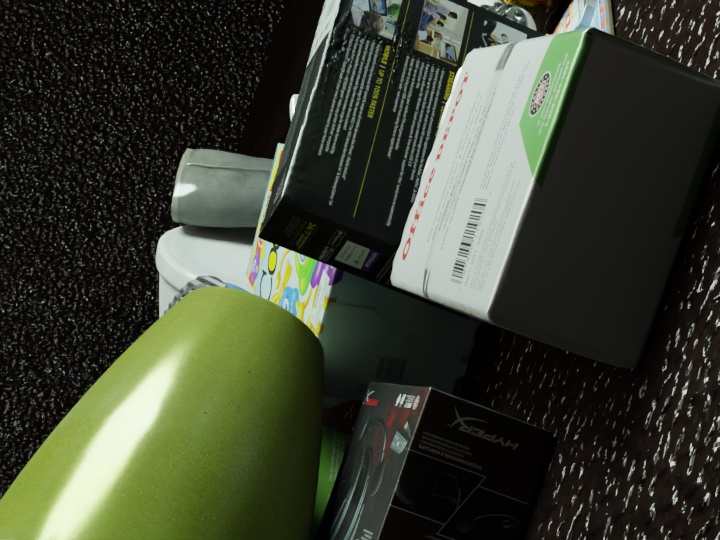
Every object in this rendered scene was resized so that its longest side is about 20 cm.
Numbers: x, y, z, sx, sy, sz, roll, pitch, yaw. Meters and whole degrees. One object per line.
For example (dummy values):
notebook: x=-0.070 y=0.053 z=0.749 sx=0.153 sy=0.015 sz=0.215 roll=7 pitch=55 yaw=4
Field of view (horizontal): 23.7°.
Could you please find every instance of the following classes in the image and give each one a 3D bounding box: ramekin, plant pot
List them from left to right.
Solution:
plant pot: x=-0.099 y=0.117 z=0.985 sx=0.200 sy=0.187 sz=0.187 roll=-67 pitch=7 yaw=-30
ramekin: x=-0.068 y=0.036 z=1.354 sx=0.202 sy=0.202 sz=0.094 roll=-102 pitch=22 yaw=-72

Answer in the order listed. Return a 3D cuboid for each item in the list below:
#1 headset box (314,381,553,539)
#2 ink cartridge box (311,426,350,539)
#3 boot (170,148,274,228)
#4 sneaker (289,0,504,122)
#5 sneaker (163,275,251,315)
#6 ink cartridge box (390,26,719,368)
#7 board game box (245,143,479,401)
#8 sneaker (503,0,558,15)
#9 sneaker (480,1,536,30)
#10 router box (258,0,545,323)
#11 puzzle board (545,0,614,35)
headset box: x=0.020 y=0.167 z=0.935 sx=0.149 sy=0.077 sz=0.200 roll=171 pitch=120 yaw=-78
ink cartridge box: x=-0.042 y=0.228 z=1.144 sx=0.148 sy=0.076 sz=0.200 roll=-85 pitch=19 yaw=-56
boot: x=-0.049 y=-0.047 z=1.351 sx=0.182 sy=0.200 sz=0.073 roll=-93 pitch=15 yaw=-71
sneaker: x=0.032 y=-0.149 z=1.306 sx=0.200 sy=0.080 sz=0.070 roll=-41 pitch=41 yaw=-8
sneaker: x=-0.123 y=0.100 z=1.110 sx=0.066 sy=0.078 sz=0.200 roll=31 pitch=84 yaw=37
ink cartridge box: x=0.095 y=-0.040 z=0.888 sx=0.200 sy=0.084 sz=0.146 roll=-157 pitch=87 yaw=-77
board game box: x=0.000 y=0.000 z=1.146 sx=0.200 sy=0.105 sz=0.103 roll=-124 pitch=46 yaw=-63
sneaker: x=0.128 y=-0.212 z=1.174 sx=0.200 sy=0.073 sz=0.077 roll=-92 pitch=7 yaw=-81
sneaker: x=0.075 y=-0.120 z=1.225 sx=0.200 sy=0.072 sz=0.072 roll=131 pitch=147 yaw=-49
router box: x=0.033 y=-0.084 z=1.051 sx=0.051 sy=0.149 sz=0.200 roll=127 pitch=161 yaw=-55
puzzle board: x=0.120 y=-0.094 z=1.086 sx=0.200 sy=0.017 sz=0.151 roll=-84 pitch=17 yaw=-53
